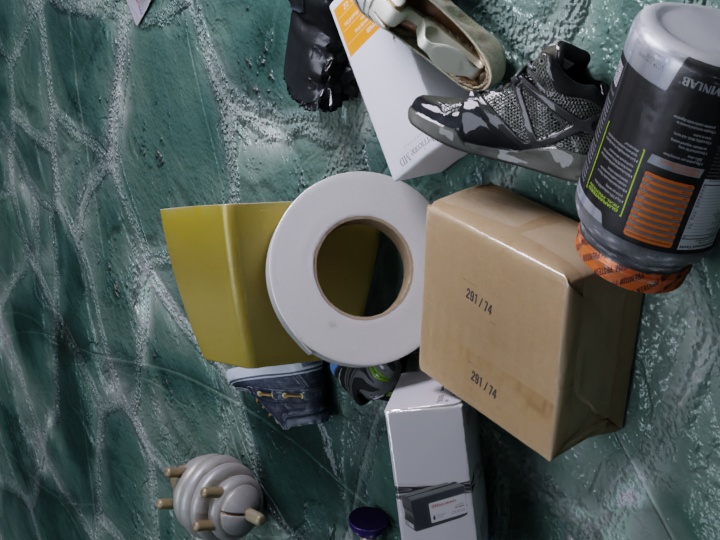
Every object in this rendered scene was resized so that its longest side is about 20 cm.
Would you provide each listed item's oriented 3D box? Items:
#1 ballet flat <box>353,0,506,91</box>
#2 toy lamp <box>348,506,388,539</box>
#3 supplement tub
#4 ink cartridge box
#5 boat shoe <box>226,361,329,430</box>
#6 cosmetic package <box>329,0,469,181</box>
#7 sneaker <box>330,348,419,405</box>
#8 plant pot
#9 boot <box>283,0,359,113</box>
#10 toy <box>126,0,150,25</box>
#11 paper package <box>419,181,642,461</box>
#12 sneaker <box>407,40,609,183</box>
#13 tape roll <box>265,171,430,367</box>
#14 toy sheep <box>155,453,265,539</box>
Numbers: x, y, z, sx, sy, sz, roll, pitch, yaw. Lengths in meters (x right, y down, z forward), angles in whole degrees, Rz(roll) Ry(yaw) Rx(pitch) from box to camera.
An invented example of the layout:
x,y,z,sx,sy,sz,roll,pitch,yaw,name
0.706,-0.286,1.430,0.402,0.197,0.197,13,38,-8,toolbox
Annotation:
x,y,z,sx,sy,sz,roll,pitch,yaw,name
0.053,-0.237,1.088,0.198,0.063,0.068,33,128,-4,ballet flat
0.006,0.400,1.476,0.058,0.057,0.204,29,125,47,toy lamp
0.239,-0.091,0.900,0.123,0.121,0.203,45,135,37,supplement tub
0.084,0.216,1.209,0.145,0.083,0.204,-50,-47,-77,ink cartridge box
-0.113,0.165,1.551,0.199,0.070,0.093,-13,87,54,boat shoe
0.050,-0.206,1.181,0.101,0.070,0.203,-34,74,54,cosmetic package
0.034,0.102,1.327,0.084,0.070,0.199,59,146,6,sneaker
-0.101,0.012,1.330,0.199,0.197,0.180,2,95,60,plant pot
-0.063,-0.288,1.324,0.199,0.072,0.164,49,144,38,boot
-0.325,-0.451,1.662,0.200,0.047,0.117,-38,68,53,toy
0.153,0.043,1.092,0.199,0.102,0.194,30,127,46,paper package
0.137,-0.154,1.043,0.197,0.076,0.116,17,109,30,sneaker
0.000,0.000,1.215,0.037,0.199,0.206,146,107,-78,tape roll
-0.210,0.334,1.704,0.198,0.137,0.140,22,120,43,toy sheep
